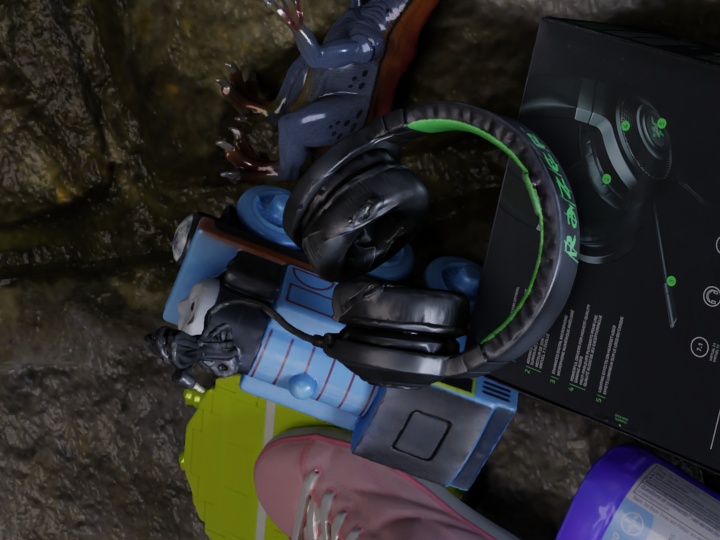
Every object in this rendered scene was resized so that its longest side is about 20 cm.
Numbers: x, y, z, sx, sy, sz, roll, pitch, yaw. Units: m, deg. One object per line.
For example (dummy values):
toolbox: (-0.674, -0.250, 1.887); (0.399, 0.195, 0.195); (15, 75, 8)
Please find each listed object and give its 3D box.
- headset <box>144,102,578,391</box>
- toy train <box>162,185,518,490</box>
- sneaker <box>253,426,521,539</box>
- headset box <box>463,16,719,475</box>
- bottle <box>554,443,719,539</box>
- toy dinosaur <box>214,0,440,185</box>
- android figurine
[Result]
headset: (0.000, 0.000, 0.892); (0.199, 0.094, 0.124); (-25, 75, 26)
toy train: (-0.007, 0.031, 1.014); (0.199, 0.115, 0.087); (21, 128, -8)
sneaker: (0.002, 0.153, 1.040); (0.200, 0.104, 0.076); (28, 122, 28)
headset box: (0.154, -0.012, 0.895); (0.199, 0.093, 0.175); (20, 105, 35)
bottle: (0.195, 0.170, 0.992); (0.200, 0.065, 0.084); (32, 126, 19)
toy dinosaur: (0.004, -0.119, 1.026); (0.181, 0.105, 0.200); (-26, 127, 29)
android figurine: (-0.024, 0.123, 1.136); (0.199, 0.041, 0.183); (18, 117, 27)
